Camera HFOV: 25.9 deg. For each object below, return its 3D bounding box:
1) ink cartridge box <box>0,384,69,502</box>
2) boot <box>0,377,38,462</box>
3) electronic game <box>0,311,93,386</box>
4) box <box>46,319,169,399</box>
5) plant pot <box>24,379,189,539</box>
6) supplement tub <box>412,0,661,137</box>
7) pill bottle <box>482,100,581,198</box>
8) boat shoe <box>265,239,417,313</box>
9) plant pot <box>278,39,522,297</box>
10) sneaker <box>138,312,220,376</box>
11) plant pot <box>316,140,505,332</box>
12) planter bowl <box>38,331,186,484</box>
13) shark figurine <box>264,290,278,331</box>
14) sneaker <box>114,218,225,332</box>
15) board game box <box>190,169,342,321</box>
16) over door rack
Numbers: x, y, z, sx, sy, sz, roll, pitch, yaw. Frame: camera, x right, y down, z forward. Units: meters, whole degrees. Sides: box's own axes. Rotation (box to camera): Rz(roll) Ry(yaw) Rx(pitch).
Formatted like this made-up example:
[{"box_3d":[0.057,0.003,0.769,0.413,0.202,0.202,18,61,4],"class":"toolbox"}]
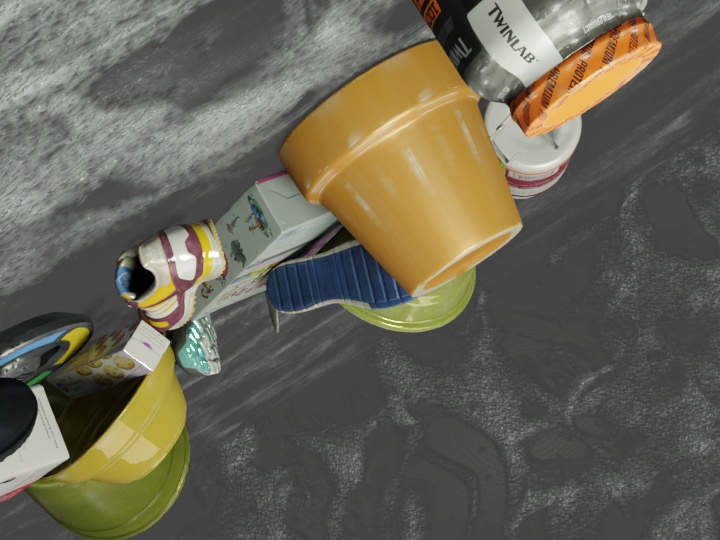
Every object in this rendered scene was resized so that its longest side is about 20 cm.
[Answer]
[{"box_3d":[-0.408,0.193,1.516,0.199,0.083,0.147,-15,166,-43],"class":"ink cartridge box"},{"box_3d":[-0.354,0.112,1.370,0.200,0.076,0.168,-28,156,-40],"class":"boot"},{"box_3d":[-0.352,0.102,1.545,0.199,0.042,0.200,-32,172,-5],"class":"electronic game"},{"box_3d":[-0.259,0.093,1.596,0.200,0.041,0.039,-20,-145,54],"class":"box"},{"box_3d":[-0.321,0.197,1.790,0.200,0.201,0.193,-33,159,3],"class":"plant pot"},{"box_3d":[0.085,-0.188,0.932,0.122,0.201,0.123,-31,171,-5],"class":"supplement tub"},{"box_3d":[0.197,-0.152,1.863,0.114,0.115,0.200,-32,172,-4],"class":"pill bottle"},{"box_3d":[0.000,0.000,1.606,0.199,0.073,0.072,-5,-173,33],"class":"boat shoe"},{"box_3d":[0.053,-0.085,1.474,0.200,0.184,0.200,-32,172,-5],"class":"plant pot"},{"box_3d":[-0.206,0.080,1.727,0.091,0.078,0.200,-20,-168,-2],"class":"sneaker"},{"box_3d":[0.064,-0.068,1.686,0.200,0.201,0.184,-26,159,-35],"class":"plant pot"},{"box_3d":[-0.239,0.158,1.618,0.200,0.083,0.201,-42,-161,18],"class":"planter bowl"},{"box_3d":[-0.029,-0.011,1.895,0.214,0.090,0.128,-34,171,-4],"class":"shark figurine"},{"box_3d":[-0.202,0.009,1.508,0.090,0.075,0.200,-12,160,-28],"class":"sneaker"},{"box_3d":[-0.094,-0.037,1.631,0.147,0.064,0.200,-23,166,-44],"class":"board game box"},{"box_3d":[0.209,-0.215,1.646,0.148,0.067,0.201,-20,144,-56],"class":"over door rack"}]
